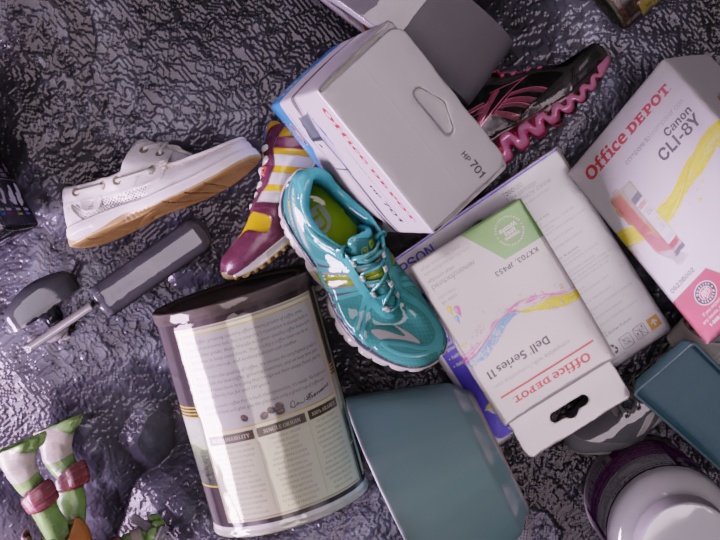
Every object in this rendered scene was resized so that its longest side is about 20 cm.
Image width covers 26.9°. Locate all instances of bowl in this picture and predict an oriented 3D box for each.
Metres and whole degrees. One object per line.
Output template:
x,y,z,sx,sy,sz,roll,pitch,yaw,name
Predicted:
0.076,0.180,1.308,0.104,0.201,0.203,-26,96,1,bowl

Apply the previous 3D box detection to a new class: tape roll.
0.031,-0.223,1.263,0.199,0.200,0.066,36,94,-5,tape roll

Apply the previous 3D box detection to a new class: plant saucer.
0.314,0.125,1.343,0.070,0.019,0.200,-42,130,12,plant saucer

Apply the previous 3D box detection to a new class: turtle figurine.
-0.231,0.227,1.339,0.143,0.199,0.196,-24,92,-33,turtle figurine

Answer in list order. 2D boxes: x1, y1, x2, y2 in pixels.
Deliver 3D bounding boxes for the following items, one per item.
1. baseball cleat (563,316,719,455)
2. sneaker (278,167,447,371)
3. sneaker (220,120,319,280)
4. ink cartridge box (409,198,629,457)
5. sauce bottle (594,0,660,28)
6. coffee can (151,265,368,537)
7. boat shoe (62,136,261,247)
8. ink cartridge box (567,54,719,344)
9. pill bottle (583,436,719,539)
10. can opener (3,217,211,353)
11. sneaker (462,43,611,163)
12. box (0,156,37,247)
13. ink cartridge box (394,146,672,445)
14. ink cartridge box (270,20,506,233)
0.267,0.092,1.353,0.198,0.070,0.107,-26,137,-7,baseball cleat
0.000,0.000,1.260,0.077,0.080,0.201,-38,86,-21,sneaker
-0.069,-0.082,1.343,0.090,0.075,0.200,44,85,-7,sneaker
0.142,0.053,1.306,0.116,0.067,0.201,-32,87,3,ink cartridge box
0.290,-0.300,1.330,0.199,0.065,0.065,-40,95,2,sauce bottle
-0.087,0.113,1.324,0.145,0.146,0.202,-15,96,1,coffee can
-0.183,-0.084,1.324,0.198,0.071,0.070,-22,83,18,boat shoe
0.294,-0.063,1.283,0.201,0.083,0.145,53,127,20,ink cartridge box
0.264,0.218,1.315,0.111,0.200,0.114,0,96,-1,pill bottle
-0.230,0.005,1.357,0.199,0.053,0.067,-35,96,1,can opener
0.130,-0.152,1.343,0.199,0.079,0.096,-35,84,1,sneaker
-0.404,-0.039,1.309,0.199,0.132,0.116,-29,92,2,box
0.150,0.023,1.371,0.197,0.043,0.201,-33,97,3,ink cartridge box
0.017,-0.111,1.218,0.086,0.200,0.147,-41,100,-7,ink cartridge box
